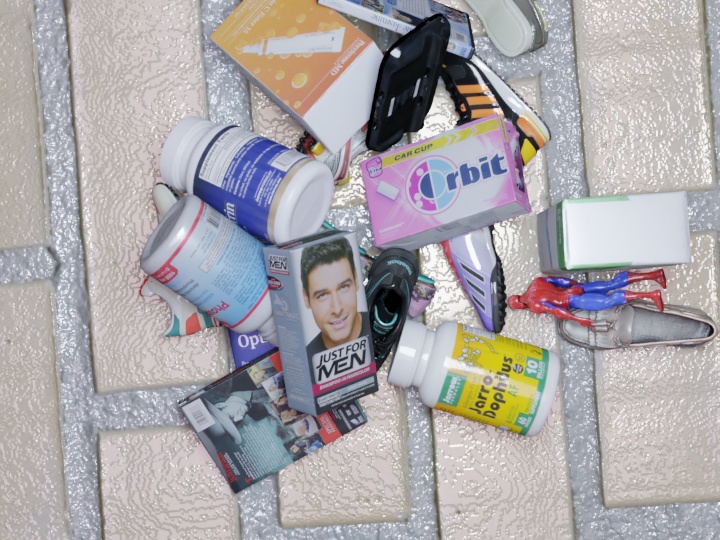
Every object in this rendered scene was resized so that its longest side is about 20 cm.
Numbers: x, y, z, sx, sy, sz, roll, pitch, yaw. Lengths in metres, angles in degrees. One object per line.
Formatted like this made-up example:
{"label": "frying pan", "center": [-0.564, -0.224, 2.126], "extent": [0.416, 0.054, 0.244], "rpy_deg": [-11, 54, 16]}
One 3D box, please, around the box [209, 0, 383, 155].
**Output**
{"label": "box", "center": [-0.068, -0.258, 1.352], "extent": [0.124, 0.097, 0.200], "rpy_deg": [-47, 59, 0]}

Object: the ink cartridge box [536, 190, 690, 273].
{"label": "ink cartridge box", "center": [0.301, -0.042, 1.344], "extent": [0.144, 0.200, 0.088], "rpy_deg": [-4, 87, 1]}

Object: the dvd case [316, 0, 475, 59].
{"label": "dvd case", "center": [0.045, -0.323, 1.365], "extent": [0.199, 0.143, 0.018], "rpy_deg": [18, 119, -8]}

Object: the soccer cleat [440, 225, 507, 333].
{"label": "soccer cleat", "center": [0.141, -0.016, 1.415], "extent": [0.073, 0.068, 0.201], "rpy_deg": [-11, 88, 13]}

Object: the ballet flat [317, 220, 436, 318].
{"label": "ballet flat", "center": [0.000, 0.000, 1.413], "extent": [0.199, 0.069, 0.071], "rpy_deg": [29, 95, -4]}

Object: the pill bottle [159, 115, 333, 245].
{"label": "pill bottle", "center": [-0.142, -0.113, 1.365], "extent": [0.199, 0.116, 0.116], "rpy_deg": [25, 90, 22]}

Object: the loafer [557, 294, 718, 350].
{"label": "loafer", "center": [0.354, 0.068, 1.410], "extent": [0.199, 0.063, 0.072], "rpy_deg": [1, 89, 0]}

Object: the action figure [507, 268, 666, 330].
{"label": "action figure", "center": [0.281, 0.035, 1.392], "extent": [0.199, 0.052, 0.066], "rpy_deg": [-3, 47, 25]}

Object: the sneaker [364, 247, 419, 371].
{"label": "sneaker", "center": [0.014, 0.068, 1.374], "extent": [0.075, 0.079, 0.201], "rpy_deg": [16, 120, -4]}

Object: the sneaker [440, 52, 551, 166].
{"label": "sneaker", "center": [0.145, -0.207, 1.407], "extent": [0.200, 0.070, 0.090], "rpy_deg": [42, 87, -2]}

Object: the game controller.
{"label": "game controller", "center": [0.054, -0.218, 1.315], "extent": [0.104, 0.200, 0.042], "rpy_deg": [-30, 68, -21]}

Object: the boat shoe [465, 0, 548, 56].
{"label": "boat shoe", "center": [0.172, -0.364, 1.413], "extent": [0.060, 0.072, 0.202], "rpy_deg": [-17, 75, -39]}

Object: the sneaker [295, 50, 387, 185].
{"label": "sneaker", "center": [0.000, -0.198, 1.416], "extent": [0.082, 0.078, 0.200], "rpy_deg": [37, 87, -24]}

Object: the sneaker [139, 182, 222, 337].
{"label": "sneaker", "center": [-0.246, -0.009, 1.409], "extent": [0.093, 0.070, 0.201], "rpy_deg": [-20, 93, -6]}

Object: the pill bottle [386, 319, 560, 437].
{"label": "pill bottle", "center": [0.139, 0.128, 1.387], "extent": [0.199, 0.113, 0.113], "rpy_deg": [17, 90, 0]}

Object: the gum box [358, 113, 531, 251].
{"label": "gum box", "center": [0.108, -0.105, 1.363], "extent": [0.199, 0.066, 0.114], "rpy_deg": [-17, 73, 22]}

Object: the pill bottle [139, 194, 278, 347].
{"label": "pill bottle", "center": [-0.158, 0.006, 1.339], "extent": [0.200, 0.109, 0.109], "rpy_deg": [36, 90, -20]}

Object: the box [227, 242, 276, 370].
{"label": "box", "center": [-0.113, 0.064, 1.429], "extent": [0.120, 0.032, 0.201], "rpy_deg": [-13, 89, 0]}

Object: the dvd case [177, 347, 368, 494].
{"label": "dvd case", "center": [-0.111, 0.180, 1.409], "extent": [0.199, 0.022, 0.146], "rpy_deg": [-30, 105, 4]}

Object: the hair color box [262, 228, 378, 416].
{"label": "hair color box", "center": [-0.045, 0.060, 1.315], "extent": [0.099, 0.060, 0.201], "rpy_deg": [-18, 106, -36]}
